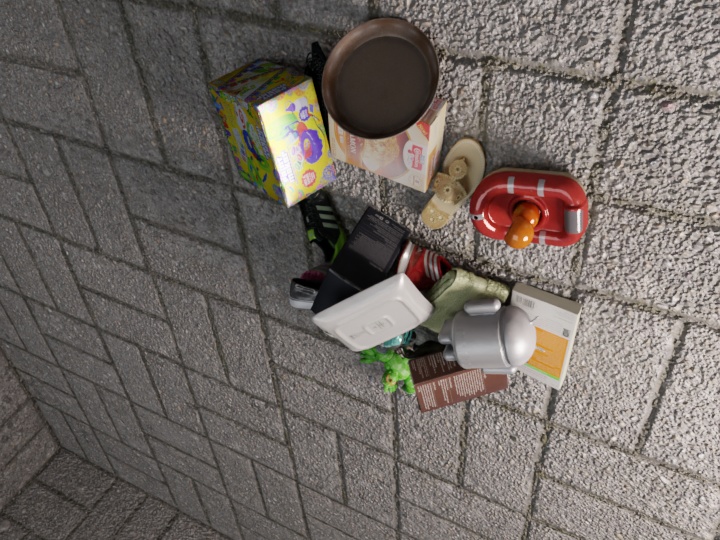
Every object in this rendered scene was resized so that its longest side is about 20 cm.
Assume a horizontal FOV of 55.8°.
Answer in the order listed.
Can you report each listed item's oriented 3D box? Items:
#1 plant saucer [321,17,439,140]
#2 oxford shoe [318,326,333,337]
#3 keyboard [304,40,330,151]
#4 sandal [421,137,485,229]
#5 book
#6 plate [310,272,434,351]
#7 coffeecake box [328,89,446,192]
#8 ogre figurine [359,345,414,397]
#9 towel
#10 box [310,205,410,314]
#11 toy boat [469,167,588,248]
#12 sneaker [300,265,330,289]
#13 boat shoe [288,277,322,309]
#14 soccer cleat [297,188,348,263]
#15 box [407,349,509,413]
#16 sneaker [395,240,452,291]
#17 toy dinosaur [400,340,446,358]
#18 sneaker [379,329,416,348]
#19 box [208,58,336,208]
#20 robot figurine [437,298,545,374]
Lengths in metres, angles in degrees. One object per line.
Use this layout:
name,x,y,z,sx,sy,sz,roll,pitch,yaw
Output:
plant saucer,0.034,-0.306,1.103,0.196,0.204,0.032,22,177,17
oxford shoe,-0.051,0.118,1.454,0.074,0.200,0.059,20,96,6
keyboard,-0.084,-0.306,1.228,0.203,0.039,0.105,93,159,-46
sandal,0.158,-0.136,1.223,0.077,0.070,0.213,31,139,4
book,0.353,0.129,1.344,0.131,0.048,0.203,21,136,25
plate,0.031,0.093,1.289,0.196,0.033,0.199,-26,150,13
coffeecake box,0.044,-0.246,1.193,0.196,0.074,0.155,23,145,18
ogre figurine,0.072,0.225,1.609,0.203,0.097,0.119,61,155,-3
towel,0.197,0.072,1.371,0.145,0.037,0.201,17,141,-18
box,0.000,0.000,1.364,0.103,0.202,0.149,30,139,2
toy boat,0.273,-0.087,1.136,0.196,0.131,0.133,9,132,30
sneaker,-0.037,0.031,1.525,0.195,0.089,0.083,19,110,-6
boat shoe,-0.057,0.042,1.450,0.194,0.070,0.068,3,112,8
soccer cleat,-0.092,-0.109,1.426,0.067,0.081,0.202,-12,117,42
box,0.204,0.215,1.418,0.195,0.076,0.102,-15,132,3
sneaker,0.125,0.033,1.402,0.113,0.079,0.202,20,147,10
toy dinosaur,0.162,0.182,1.489,0.101,0.079,0.199,-10,145,39
sneaker,0.083,0.129,1.473,0.089,0.200,0.079,22,96,-7
box,-0.162,-0.257,1.262,0.192,0.121,0.203,34,147,45
robot figurine,0.250,0.129,1.303,0.195,0.114,0.172,-7,122,28
